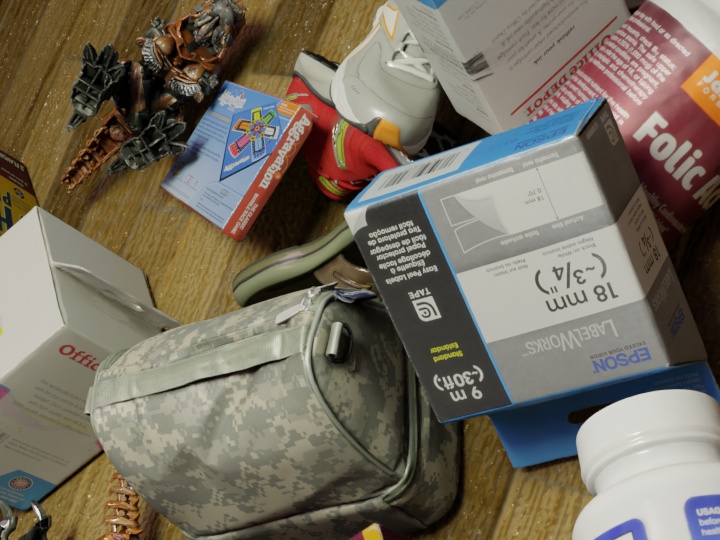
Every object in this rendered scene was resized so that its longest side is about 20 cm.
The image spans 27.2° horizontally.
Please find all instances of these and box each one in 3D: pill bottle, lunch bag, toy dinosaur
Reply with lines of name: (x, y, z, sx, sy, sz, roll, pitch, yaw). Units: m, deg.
pill bottle: (0.170, 0.168, 0.756, 0.111, 0.112, 0.202, -26, 53, 25)
lunch bag: (-0.051, 0.089, 0.934, 0.198, 0.167, 0.141, -16, 58, 31)
pill bottle: (0.181, -0.091, 0.882, 0.200, 0.114, 0.114, -46, 47, 10)
toy dinosaur: (-0.203, 0.228, 1.052, 0.135, 0.102, 0.201, 21, 66, 20)
toy dinosaur: (-0.166, -0.135, 1.193, 0.136, 0.101, 0.201, -63, -3, -69)

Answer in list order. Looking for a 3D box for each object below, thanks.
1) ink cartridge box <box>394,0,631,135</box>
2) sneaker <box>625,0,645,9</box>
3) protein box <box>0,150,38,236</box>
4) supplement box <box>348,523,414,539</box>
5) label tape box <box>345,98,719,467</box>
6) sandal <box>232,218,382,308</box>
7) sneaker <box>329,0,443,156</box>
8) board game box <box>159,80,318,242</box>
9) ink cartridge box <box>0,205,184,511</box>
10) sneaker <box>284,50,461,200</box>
ink cartridge box: (0.094, -0.163, 0.920, 0.116, 0.201, 0.067, -42, 42, -9)
sneaker: (0.187, -0.222, 0.944, 0.198, 0.115, 0.079, -11, 60, 34)
protein box: (-0.377, 0.007, 1.257, 0.200, 0.135, 0.199, -41, 48, 14)
supplement box: (-0.028, 0.255, 0.884, 0.199, 0.085, 0.111, -36, 50, 18)
label tape box: (0.100, 0.026, 0.821, 0.143, 0.202, 0.063, -17, 16, 29)
sandal: (0.000, 0.000, 1.015, 0.200, 0.079, 0.058, -23, 73, 35)
sneaker: (0.038, -0.159, 0.996, 0.092, 0.075, 0.201, -56, 11, 37)
board game box: (-0.095, -0.086, 1.111, 0.104, 0.019, 0.200, -59, 23, 0)
ink cartridge box: (-0.241, 0.063, 1.126, 0.199, 0.128, 0.126, -38, 49, 16)
sneaker: (0.005, -0.084, 1.060, 0.200, 0.076, 0.086, 44, 114, 49)
